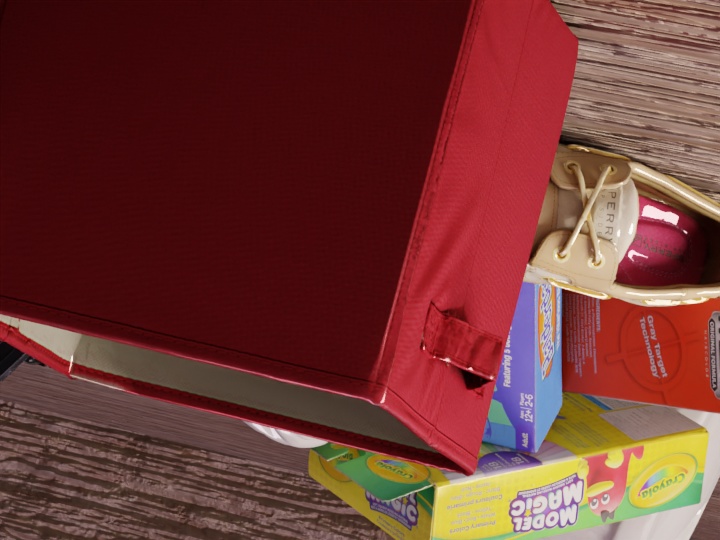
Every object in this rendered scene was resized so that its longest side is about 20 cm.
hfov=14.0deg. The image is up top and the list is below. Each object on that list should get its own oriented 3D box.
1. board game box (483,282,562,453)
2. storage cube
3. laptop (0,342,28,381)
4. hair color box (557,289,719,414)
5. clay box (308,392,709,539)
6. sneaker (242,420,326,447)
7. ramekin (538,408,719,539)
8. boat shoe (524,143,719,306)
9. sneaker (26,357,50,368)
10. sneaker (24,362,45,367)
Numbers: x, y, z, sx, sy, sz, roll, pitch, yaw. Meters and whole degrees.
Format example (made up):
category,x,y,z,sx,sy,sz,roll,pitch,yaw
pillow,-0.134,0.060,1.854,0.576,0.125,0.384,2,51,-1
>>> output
category,x,y,z,sx,sy,sz,roll,pitch,yaw
board game box,0.000,0.000,1.447,0.199,0.045,0.153,12,130,19
storage cube,-0.031,-0.040,1.078,0.199,0.181,0.171,12,171,16
laptop,-0.231,-0.036,1.342,0.103,0.201,0.177,-6,154,-46
hair color box,0.150,0.028,1.485,0.101,0.062,0.199,-11,-169,-43
clay box,0.064,0.095,1.498,0.199,0.048,0.115,-10,-156,-31
sneaker,-0.070,0.003,1.389,0.199,0.078,0.099,26,142,-17
ramekin,0.150,0.115,1.723,0.094,0.203,0.202,25,174,15
boat shoe,0.101,-0.025,1.326,0.199,0.074,0.069,10,174,-39
sneaker,-0.192,0.021,1.565,0.199,0.078,0.070,30,-176,12
sneaker,-0.186,0.012,1.915,0.075,0.107,0.200,20,170,-28
